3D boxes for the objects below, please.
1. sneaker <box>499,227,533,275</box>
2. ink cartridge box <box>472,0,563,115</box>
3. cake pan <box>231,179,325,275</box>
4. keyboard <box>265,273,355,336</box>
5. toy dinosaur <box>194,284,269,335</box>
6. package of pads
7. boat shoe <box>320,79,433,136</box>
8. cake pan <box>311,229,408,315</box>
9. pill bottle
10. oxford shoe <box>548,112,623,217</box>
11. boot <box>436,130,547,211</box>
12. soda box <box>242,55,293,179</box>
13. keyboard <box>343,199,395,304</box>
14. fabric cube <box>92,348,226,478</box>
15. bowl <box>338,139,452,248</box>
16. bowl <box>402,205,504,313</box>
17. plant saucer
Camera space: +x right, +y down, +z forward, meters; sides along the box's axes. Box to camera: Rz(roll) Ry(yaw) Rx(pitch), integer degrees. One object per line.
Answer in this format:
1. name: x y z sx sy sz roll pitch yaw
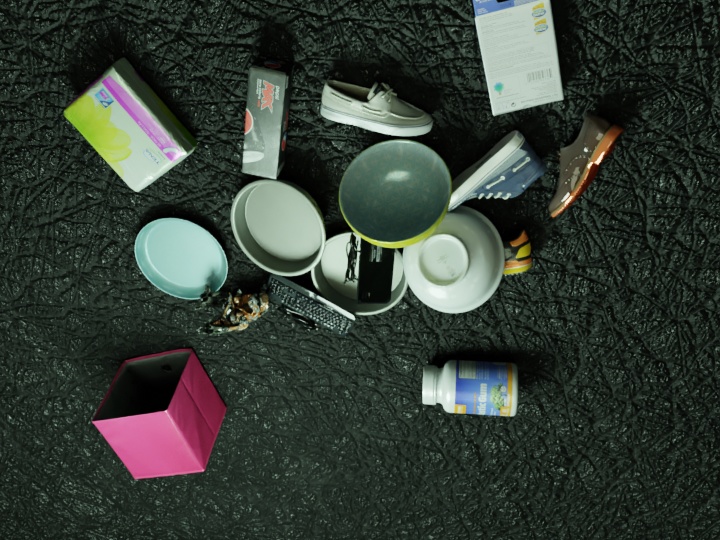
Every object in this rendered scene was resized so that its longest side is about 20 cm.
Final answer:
1. sneaker: 0.227 -0.037 1.363 0.197 0.070 0.091 -4 105 15
2. ink cartridge box: 0.252 -0.359 1.141 0.118 0.042 0.202 -9 125 16
3. cake pan: -0.153 -0.086 1.369 0.198 0.037 0.202 11 122 17
4. keyboard: -0.111 0.087 1.476 0.198 0.040 0.105 28 140 5
5. toy dinosaur: -0.273 0.099 1.513 0.135 0.103 0.201 6 134 -38
6. package of pads: -0.423 -0.260 1.305 0.153 0.069 0.200 -28 115 25
7. boat shoe: 0.029 -0.284 1.216 0.197 0.071 0.070 14 129 7
8. cake pan: 0.000 0.000 1.435 0.197 0.037 0.202 4 125 6
9. pill bottle: 0.234 0.250 1.525 0.197 0.113 0.113 1 125 8
10. oxford shoe: 0.375 -0.182 1.240 0.072 0.071 0.201 39 130 16
11. boot: 0.231 -0.150 1.268 0.090 0.073 0.200 43 120 -13
12. soda box: -0.165 -0.268 1.260 0.070 0.064 0.202 11 125 1
13. keyboard: 0.015 -0.037 1.357 0.103 0.040 0.203 1 97 -27
14. fabric cube: -0.454 0.330 1.644 0.194 0.201 0.201 -12 124 16
15. bowl: 0.068 -0.120 1.275 0.197 0.203 0.108 -2 158 11
16. bowl: 0.160 -0.020 1.305 0.198 0.090 0.204 1 93 21
17. plant saucer: -0.370 -0.028 1.484 0.197 0.028 0.202 4 125 6
